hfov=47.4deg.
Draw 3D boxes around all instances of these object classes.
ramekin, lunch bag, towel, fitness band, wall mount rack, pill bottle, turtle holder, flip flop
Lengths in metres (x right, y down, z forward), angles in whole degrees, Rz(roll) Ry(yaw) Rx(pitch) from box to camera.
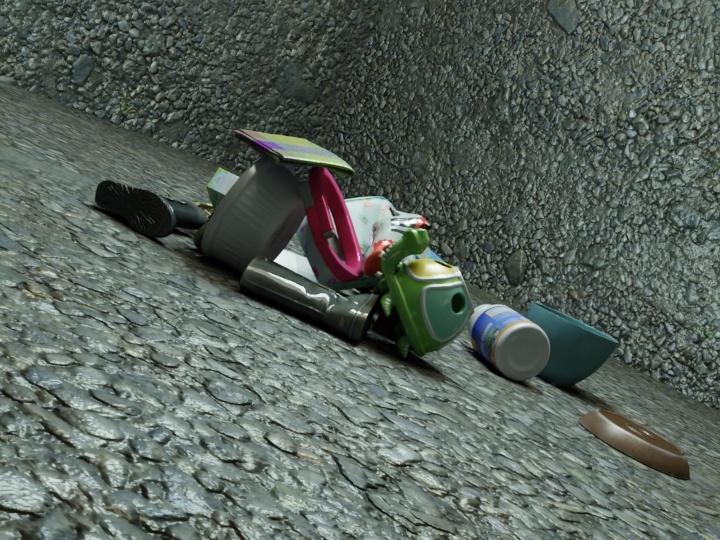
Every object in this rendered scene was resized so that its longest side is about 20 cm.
[{"bbox_3d":[-0.164,-0.083,1.343,0.094,0.203,0.202,36,7,6],"label":"ramekin"},{"bbox_3d":[-0.001,-0.046,1.454,0.199,0.077,0.161,-9,63,-34],"label":"lunch bag"},{"bbox_3d":[-0.109,-0.191,1.318,0.143,0.023,0.200,4,19,-33],"label":"towel"},{"bbox_3d":[-0.044,-0.076,1.323,0.144,0.037,0.201,39,32,-60],"label":"fitness band"},{"bbox_3d":[-0.100,-0.002,1.469,0.199,0.075,0.175,20,41,-32],"label":"wall mount rack"},{"bbox_3d":[0.279,0.131,1.602,0.111,0.113,0.200,22,6,-18],"label":"pill bottle"},{"bbox_3d":[0.098,0.035,1.288,0.141,0.131,0.187,46,23,-80],"label":"turtle holder"},{"bbox_3d":[-0.251,-0.076,1.443,0.057,0.081,0.200,37,13,6],"label":"flip flop"}]

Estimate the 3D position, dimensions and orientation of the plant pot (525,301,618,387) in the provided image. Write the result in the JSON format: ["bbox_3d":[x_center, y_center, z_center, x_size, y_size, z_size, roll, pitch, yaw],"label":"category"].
[{"bbox_3d":[0.430,0.169,1.756,0.199,0.136,0.200,24,6,-3],"label":"plant pot"}]

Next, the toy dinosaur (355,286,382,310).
[{"bbox_3d":[0.000,0.000,1.578,0.199,0.103,0.136,27,-26,-21],"label":"toy dinosaur"}]

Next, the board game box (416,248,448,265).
[{"bbox_3d":[0.087,0.003,1.645,0.151,0.037,0.200,40,-30,0],"label":"board game box"}]

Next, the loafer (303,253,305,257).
[{"bbox_3d":[-0.036,-0.049,1.652,0.199,0.063,0.072,-21,-51,38],"label":"loafer"}]

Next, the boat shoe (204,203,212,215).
[{"bbox_3d":[-0.243,-0.107,1.777,0.199,0.070,0.074,24,6,-4],"label":"boat shoe"}]

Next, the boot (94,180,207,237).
[{"bbox_3d":[-0.326,-0.092,1.391,0.164,0.066,0.200,29,3,23],"label":"boot"}]

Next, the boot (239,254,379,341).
[{"bbox_3d":[-0.076,0.039,1.267,0.198,0.073,0.182,19,3,7],"label":"boot"}]

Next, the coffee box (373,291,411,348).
[{"bbox_3d":[0.099,0.064,1.460,0.079,0.114,0.200,26,7,13],"label":"coffee box"}]

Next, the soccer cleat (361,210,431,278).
[{"bbox_3d":[0.044,-0.048,1.382,0.085,0.069,0.200,25,37,23],"label":"soccer cleat"}]

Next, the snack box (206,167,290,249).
[{"bbox_3d":[-0.213,-0.104,1.582,0.141,0.053,0.200,27,-21,10],"label":"snack box"}]

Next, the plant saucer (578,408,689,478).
[{"bbox_3d":[0.471,0.288,1.398,0.199,0.035,0.200,25,5,-2],"label":"plant saucer"}]

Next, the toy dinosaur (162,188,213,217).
[{"bbox_3d":[-0.339,-0.117,1.647,0.100,0.059,0.200,10,-2,1],"label":"toy dinosaur"}]
